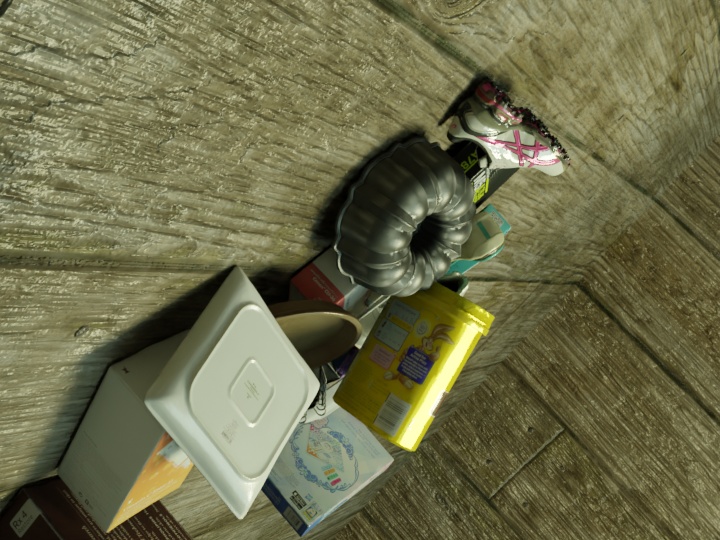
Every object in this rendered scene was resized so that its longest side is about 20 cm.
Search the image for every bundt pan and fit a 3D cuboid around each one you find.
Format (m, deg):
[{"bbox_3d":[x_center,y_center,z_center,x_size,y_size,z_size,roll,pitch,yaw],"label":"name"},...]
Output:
[{"bbox_3d":[0.064,-0.054,1.392,0.201,0.076,0.203,-28,136,-31],"label":"bundt pan"}]

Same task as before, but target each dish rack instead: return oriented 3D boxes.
[{"bbox_3d":[-0.106,0.174,1.514,0.152,0.055,0.200,-23,-164,6],"label":"dish rack"}]

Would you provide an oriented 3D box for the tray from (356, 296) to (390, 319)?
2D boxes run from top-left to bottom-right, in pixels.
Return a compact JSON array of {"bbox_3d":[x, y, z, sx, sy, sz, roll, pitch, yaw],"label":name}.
[{"bbox_3d":[0.012,0.025,1.625,0.200,0.022,0.107,-36,-162,-31],"label":"tray"}]

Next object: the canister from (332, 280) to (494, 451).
[{"bbox_3d":[0.064,0.113,1.483,0.086,0.148,0.201,31,89,-41],"label":"canister"}]

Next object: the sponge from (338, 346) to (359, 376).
[{"bbox_3d":[0.042,0.101,1.834,0.199,0.030,0.112,-35,-179,23],"label":"sponge"}]

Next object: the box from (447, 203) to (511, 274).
[{"bbox_3d":[0.131,-0.018,1.718,0.200,0.049,0.082,-38,-173,47],"label":"box"}]

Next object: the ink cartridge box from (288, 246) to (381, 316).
[{"bbox_3d":[0.000,0.000,1.511,0.200,0.068,0.117,-39,164,-20],"label":"ink cartridge box"}]

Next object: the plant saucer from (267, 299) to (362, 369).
[{"bbox_3d":[-0.096,0.085,1.417,0.198,0.030,0.200,-13,157,-6],"label":"plant saucer"}]

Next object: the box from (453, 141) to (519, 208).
[{"bbox_3d":[0.147,-0.120,1.612,0.193,0.048,0.200,-41,168,-4],"label":"box"}]

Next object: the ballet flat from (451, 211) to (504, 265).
[{"bbox_3d":[0.133,-0.045,1.536,0.069,0.070,0.200,-40,-173,-16],"label":"ballet flat"}]

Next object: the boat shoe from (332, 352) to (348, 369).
[{"bbox_3d":[-0.101,0.151,1.659,0.200,0.069,0.084,-43,155,12],"label":"boat shoe"}]

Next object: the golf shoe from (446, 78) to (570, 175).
[{"bbox_3d":[0.189,-0.166,1.472,0.199,0.073,0.092,28,115,-40],"label":"golf shoe"}]

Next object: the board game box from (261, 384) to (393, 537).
[{"bbox_3d":[-0.082,0.270,1.755,0.198,0.200,0.043,-30,162,-40],"label":"board game box"}]

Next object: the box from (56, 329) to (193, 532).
[{"bbox_3d":[-0.241,0.181,1.302,0.124,0.097,0.200,-27,156,-49],"label":"box"}]

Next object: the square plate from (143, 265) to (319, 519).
[{"bbox_3d":[-0.126,0.133,1.259,0.028,0.201,0.199,-3,-138,38],"label":"square plate"}]

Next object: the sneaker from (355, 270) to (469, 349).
[{"bbox_3d":[0.066,0.044,1.615,0.199,0.076,0.092,-22,161,-31],"label":"sneaker"}]

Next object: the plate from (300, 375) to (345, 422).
[{"bbox_3d":[0.007,0.155,1.704,0.199,0.032,0.199,-31,173,-40],"label":"plate"}]

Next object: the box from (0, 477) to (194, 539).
[{"bbox_3d":[-0.335,0.353,1.379,0.166,0.164,0.200,-49,164,18],"label":"box"}]
